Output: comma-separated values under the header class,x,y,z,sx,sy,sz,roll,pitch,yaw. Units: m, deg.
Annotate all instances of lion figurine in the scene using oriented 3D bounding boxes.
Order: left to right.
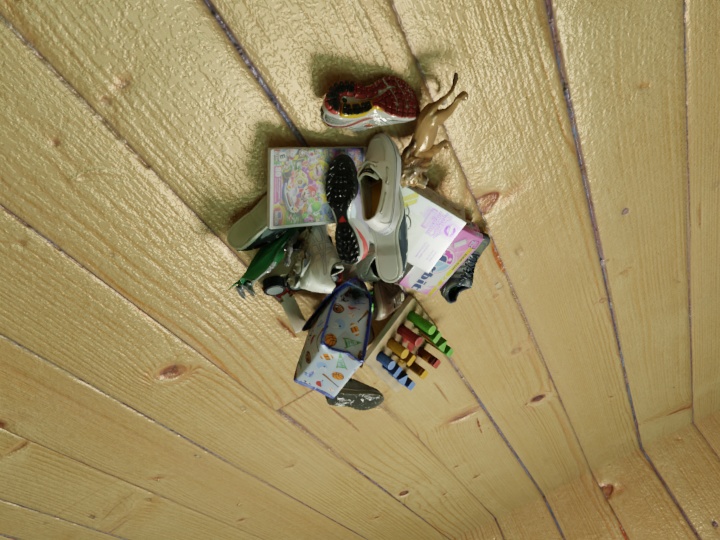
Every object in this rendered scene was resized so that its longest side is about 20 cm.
class,x,y,z,sx,sy,sz,roll,pitch,yaw
lion figurine,0.122,-0.250,1.049,0.122,0.072,0.203,-34,147,-34

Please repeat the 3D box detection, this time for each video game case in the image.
class,x,y,z,sx,sy,sz,roll,pitch,yaw
video game case,-0.079,-0.157,1.076,0.196,0.018,0.147,-8,113,-30

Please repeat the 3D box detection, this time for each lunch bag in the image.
class,x,y,z,sx,sy,sz,roll,pitch,yaw
lunch bag,-0.055,0.133,1.227,0.122,0.203,0.171,26,136,-11

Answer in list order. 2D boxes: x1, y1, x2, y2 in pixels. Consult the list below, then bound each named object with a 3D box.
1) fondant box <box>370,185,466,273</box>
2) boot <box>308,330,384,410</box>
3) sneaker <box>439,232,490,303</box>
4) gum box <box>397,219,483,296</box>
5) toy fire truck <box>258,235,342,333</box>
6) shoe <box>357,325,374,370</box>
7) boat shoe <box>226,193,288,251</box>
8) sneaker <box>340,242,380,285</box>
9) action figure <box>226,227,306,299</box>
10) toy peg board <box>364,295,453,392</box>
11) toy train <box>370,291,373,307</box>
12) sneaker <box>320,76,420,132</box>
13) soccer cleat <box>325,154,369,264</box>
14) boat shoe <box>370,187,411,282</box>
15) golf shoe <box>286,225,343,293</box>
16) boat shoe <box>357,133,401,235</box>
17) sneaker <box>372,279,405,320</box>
class,x,y,z,sx,sy,sz,roll,pitch,yaw
fondant box,0.097,-0.104,1.182,0.197,0.059,0.145,27,121,-15
boot,-0.036,0.230,1.399,0.180,0.202,0.073,22,123,-38
sneaker,0.251,-0.004,1.369,0.072,0.082,0.202,8,129,-28
gum box,0.175,-0.044,1.310,0.112,0.067,0.201,18,124,-33
toy fire truck,-0.122,0.036,1.254,0.172,0.131,0.201,-11,155,-3
shoe,-0.013,0.174,1.372,0.053,0.201,0.071,-29,105,22
boat shoe,-0.165,-0.101,1.125,0.198,0.075,0.066,-40,160,-1
sneaker,0.000,0.000,1.267,0.199,0.093,0.075,-42,132,20
action figure,-0.170,-0.030,1.132,0.117,0.201,0.055,-11,125,51
toy peg board,0.133,0.209,1.459,0.200,0.097,0.200,-51,137,-9
toy train,-0.013,0.092,1.392,0.195,0.042,0.057,-15,146,-7
sneaker,0.017,-0.290,1.017,0.196,0.080,0.082,-6,168,-26
soccer cleat,-0.018,-0.117,1.088,0.067,0.073,0.205,0,106,27
boat shoe,0.062,-0.081,1.122,0.073,0.062,0.205,-3,102,22
golf shoe,-0.077,-0.026,1.118,0.095,0.202,0.079,22,130,-9
boat shoe,0.027,-0.168,1.041,0.070,0.205,0.069,-13,154,35
sneaker,0.064,0.055,1.281,0.073,0.200,0.072,-1,106,1
